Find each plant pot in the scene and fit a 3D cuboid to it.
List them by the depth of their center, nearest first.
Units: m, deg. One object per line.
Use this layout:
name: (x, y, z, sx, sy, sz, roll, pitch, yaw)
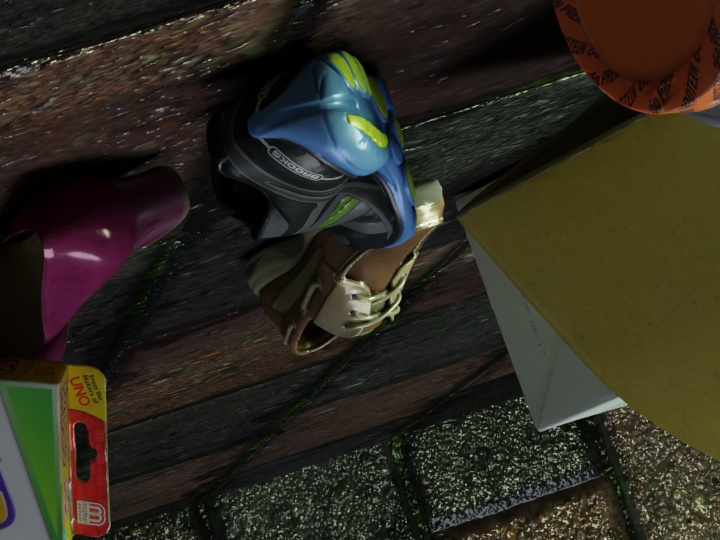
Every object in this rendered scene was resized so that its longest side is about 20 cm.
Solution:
plant pot: (0.208, -0.018, 1.405, 0.195, 0.200, 0.194, -37, -174, -39)

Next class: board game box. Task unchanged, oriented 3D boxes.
board game box: (-0.219, 0.084, 1.419, 0.199, 0.096, 0.030, 2, -153, 4)

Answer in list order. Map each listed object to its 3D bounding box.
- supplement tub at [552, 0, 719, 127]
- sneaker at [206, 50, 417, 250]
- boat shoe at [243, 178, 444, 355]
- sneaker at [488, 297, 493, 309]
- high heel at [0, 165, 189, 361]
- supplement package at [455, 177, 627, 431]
supplement tub: (0.171, -0.118, 1.077, 0.200, 0.123, 0.122, -12, 170, -38)
sneaker: (-0.023, -0.050, 1.329, 0.083, 0.071, 0.200, -15, 169, 8)
boat shoe: (0.000, 0.000, 1.714, 0.076, 0.072, 0.200, -16, 172, -25)
sneaker: (0.193, -0.002, 2.193, 0.200, 0.075, 0.084, -14, 176, -31)
high heel: (-0.169, 0.013, 1.395, 0.096, 0.067, 0.200, -22, 164, -51)
supplement package: (0.196, -0.012, 1.817, 0.200, 0.152, 0.151, -13, 170, -42)
